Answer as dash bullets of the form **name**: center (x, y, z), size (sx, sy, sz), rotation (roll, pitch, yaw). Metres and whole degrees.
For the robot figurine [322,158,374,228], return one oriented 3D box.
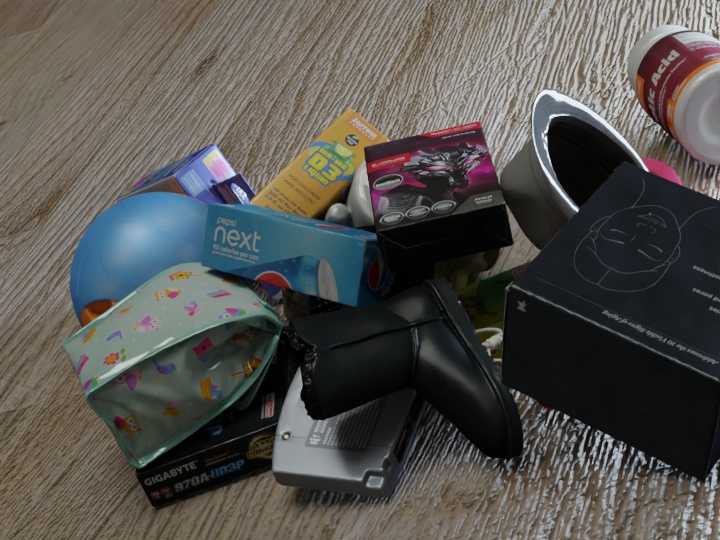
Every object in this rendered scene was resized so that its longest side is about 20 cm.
- **robot figurine**: center (0.038, -0.057, 1.859), size (0.169, 0.200, 0.113), rotation (-5, 63, -12)

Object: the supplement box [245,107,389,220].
- **supplement box**: center (-0.056, -0.085, 1.861), size (0.200, 0.066, 0.069), rotation (-46, -12, -28)

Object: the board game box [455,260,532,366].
- **board game box**: center (0.099, 0.063, 1.703), size (0.199, 0.048, 0.102), rotation (-21, 25, 6)

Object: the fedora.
- **fedora**: center (0.206, -0.074, 1.682), size (0.090, 0.200, 0.177), rotation (-35, 41, 37)

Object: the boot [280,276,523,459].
- **boot**: center (0.034, 0.107, 1.537), size (0.168, 0.077, 0.200), rotation (-18, 59, -15)

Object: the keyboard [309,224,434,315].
- **keyboard**: center (0.000, 0.000, 1.739), size (0.200, 0.040, 0.104), rotation (-24, 60, 48)

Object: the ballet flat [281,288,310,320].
- **ballet flat**: center (-0.027, 0.038, 1.842), size (0.070, 0.065, 0.200), rotation (-34, 27, -29)

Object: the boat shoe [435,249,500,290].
- **boat shoe**: center (0.091, -0.027, 1.758), size (0.200, 0.076, 0.072), rotation (123, 161, -73)

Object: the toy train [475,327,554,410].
- **toy train**: center (0.208, 0.067, 1.588), size (0.199, 0.056, 0.150), rotation (-21, 26, -13)

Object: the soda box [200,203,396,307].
- **soda box**: center (-0.061, -0.017, 1.714), size (0.200, 0.068, 0.064), rotation (14, 10, 34)

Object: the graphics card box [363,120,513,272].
- **graphics card box**: center (0.072, -0.074, 1.662), size (0.125, 0.051, 0.200), rotation (-12, 29, 3)

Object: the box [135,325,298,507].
- **box**: center (-0.141, 0.146, 1.754), size (0.159, 0.046, 0.200), rotation (-20, 25, 9)

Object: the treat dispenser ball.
- **treat dispenser ball**: center (-0.220, 0.013, 1.901), size (0.200, 0.201, 0.201), rotation (-20, 25, 10)

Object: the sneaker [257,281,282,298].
- **sneaker**: center (-0.041, -0.044, 2.018), size (0.199, 0.081, 0.115), rotation (-32, 11, 0)

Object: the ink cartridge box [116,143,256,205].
- **ink cartridge box**: center (-0.189, -0.067, 2.055), size (0.076, 0.137, 0.200), rotation (-42, 15, -28)

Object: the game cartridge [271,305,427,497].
- **game cartridge**: center (-0.004, 0.121, 1.621), size (0.133, 0.041, 0.200), rotation (6, 53, 25)

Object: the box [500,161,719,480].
- **box**: center (0.253, 0.037, 1.451), size (0.200, 0.124, 0.197), rotation (25, 47, 26)

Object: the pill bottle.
- **pill bottle**: center (0.370, -0.200, 1.901), size (0.114, 0.114, 0.200), rotation (-24, 25, 0)

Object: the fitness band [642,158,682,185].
- **fitness band**: center (0.272, -0.060, 1.806), size (0.143, 0.038, 0.200), rotation (-20, 26, 8)

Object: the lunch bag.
- **lunch bag**: center (-0.180, 0.081, 1.722), size (0.200, 0.122, 0.170), rotation (-33, 25, -7)
